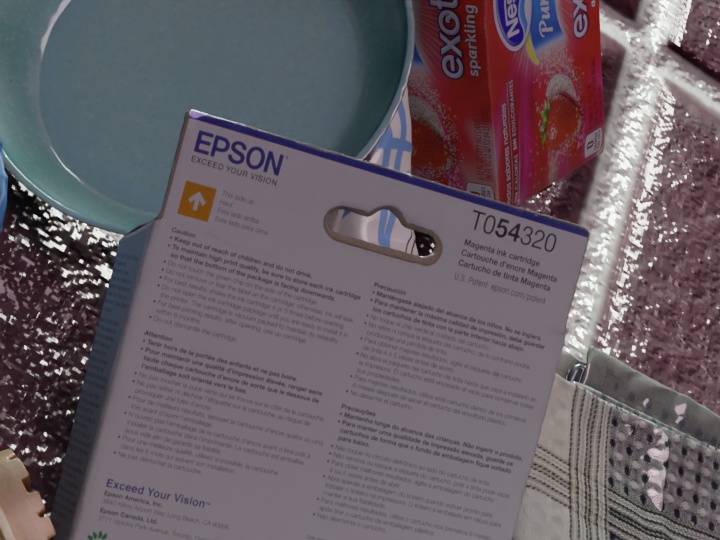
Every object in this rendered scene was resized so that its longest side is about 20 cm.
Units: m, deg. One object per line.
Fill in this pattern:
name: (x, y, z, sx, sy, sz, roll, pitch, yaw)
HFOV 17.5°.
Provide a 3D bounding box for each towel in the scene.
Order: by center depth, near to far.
towel: (0.146, 0.137, 1.102, 0.192, 0.035, 0.201, 24, 48, -21)

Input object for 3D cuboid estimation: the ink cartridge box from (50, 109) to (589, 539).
ink cartridge box: (-0.017, 0.055, 0.964, 0.196, 0.043, 0.201, 16, 87, -27)

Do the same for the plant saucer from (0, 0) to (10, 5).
plant saucer: (-0.220, -0.205, 1.079, 0.199, 0.029, 0.201, 18, 52, -25)

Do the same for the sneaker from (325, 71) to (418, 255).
sneaker: (0.000, 0.000, 1.056, 0.072, 0.072, 0.201, 24, 62, -41)

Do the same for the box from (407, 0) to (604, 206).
box: (0.047, -0.138, 1.101, 0.095, 0.099, 0.201, -30, 124, -44)

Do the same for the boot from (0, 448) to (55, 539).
boot: (-0.141, 0.176, 0.853, 0.107, 0.075, 0.201, -20, 78, -23)

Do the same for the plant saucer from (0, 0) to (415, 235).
plant saucer: (-0.074, -0.095, 1.049, 0.199, 0.036, 0.201, -2, 63, 3)

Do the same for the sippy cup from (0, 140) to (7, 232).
sippy cup: (-0.200, -0.011, 0.886, 0.139, 0.130, 0.178, -24, 75, -44)
